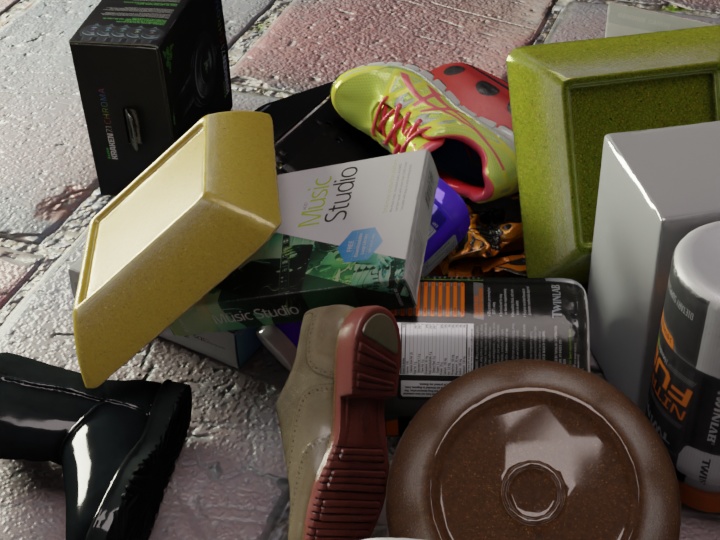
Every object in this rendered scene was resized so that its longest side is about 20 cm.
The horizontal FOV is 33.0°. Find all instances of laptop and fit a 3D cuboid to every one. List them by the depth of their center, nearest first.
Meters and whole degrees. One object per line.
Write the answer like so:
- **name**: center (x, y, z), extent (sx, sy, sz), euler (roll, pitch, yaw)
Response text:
- **laptop**: center (-0.043, -0.100, 1.162), extent (0.199, 0.104, 0.177), euler (36, 43, 5)

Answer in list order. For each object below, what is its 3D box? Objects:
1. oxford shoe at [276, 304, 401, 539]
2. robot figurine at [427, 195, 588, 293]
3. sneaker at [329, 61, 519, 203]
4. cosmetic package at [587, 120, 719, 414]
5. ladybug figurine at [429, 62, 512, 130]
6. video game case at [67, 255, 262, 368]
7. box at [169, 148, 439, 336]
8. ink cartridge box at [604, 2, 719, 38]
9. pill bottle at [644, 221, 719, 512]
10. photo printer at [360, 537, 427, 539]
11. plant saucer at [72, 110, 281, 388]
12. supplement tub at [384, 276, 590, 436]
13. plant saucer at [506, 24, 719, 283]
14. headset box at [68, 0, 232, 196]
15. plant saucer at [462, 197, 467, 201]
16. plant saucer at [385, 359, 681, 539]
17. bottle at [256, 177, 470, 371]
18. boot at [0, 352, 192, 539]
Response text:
- **oxford shoe**: center (-0.024, 0.122, 0.848), extent (0.074, 0.070, 0.202), euler (5, 79, 39)
- **robot figurine**: center (0.145, -0.022, 1.080), extent (0.198, 0.059, 0.146), euler (-7, 38, -6)
- **sneaker**: center (0.055, -0.122, 1.081), extent (0.199, 0.079, 0.090), euler (27, 32, 14)
- **cosmetic package**: center (0.289, -0.003, 0.935), extent (0.198, 0.201, 0.123), euler (-8, 38, -6)
- **ladybug figurine**: center (0.132, -0.140, 1.174), extent (0.199, 0.072, 0.136), euler (32, 21, 10)
- **video game case**: center (-0.128, -0.013, 1.095), extent (0.180, 0.046, 0.200), euler (18, 43, 25)
- **box**: center (-0.045, -0.022, 0.935), extent (0.198, 0.036, 0.145), euler (-9, 42, 21)
- **ink cartridge box**: center (0.296, -0.145, 1.113), extent (0.161, 0.201, 0.050), euler (19, 41, 24)
- **pill bottle**: center (0.255, 0.074, 0.839), extent (0.105, 0.201, 0.107), euler (-1, 37, 0)
- **photo printer**: center (0.069, 0.244, 0.712), extent (0.198, 0.070, 0.168), euler (3, 60, 8)
- **plant saucer**: center (-0.152, -0.033, 0.941), extent (0.200, 0.048, 0.200), euler (-39, 27, 16)
- **supplement tub**: center (0.070, 0.066, 0.924), extent (0.198, 0.123, 0.123), euler (1, 38, 5)
- **plant saucer**: center (0.229, -0.093, 1.000), extent (0.198, 0.202, 0.048), euler (-8, 7, -8)
- **headset box**: center (-0.205, -0.191, 1.218), extent (0.092, 0.175, 0.201), euler (5, 38, 10)
- **plant saucer**: center (0.022, -0.115, 1.223), extent (0.198, 0.036, 0.201), euler (-1, 39, 1)
- **plant saucer**: center (0.114, 0.151, 0.807), extent (0.198, 0.037, 0.202), euler (-2, 68, 6)
- **bottle**: center (0.000, 0.000, 1.013), extent (0.200, 0.065, 0.083), euler (-44, 62, -12)
- **boot**: center (-0.226, 0.138, 0.883), extent (0.166, 0.077, 0.201), euler (7, 32, 6)
